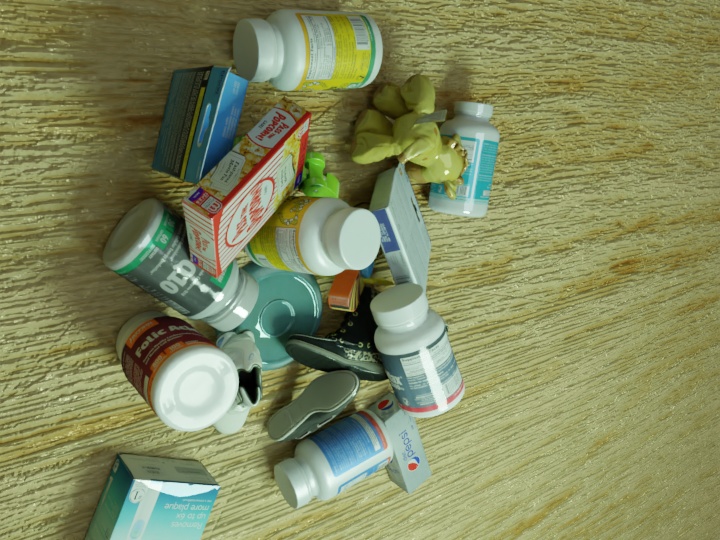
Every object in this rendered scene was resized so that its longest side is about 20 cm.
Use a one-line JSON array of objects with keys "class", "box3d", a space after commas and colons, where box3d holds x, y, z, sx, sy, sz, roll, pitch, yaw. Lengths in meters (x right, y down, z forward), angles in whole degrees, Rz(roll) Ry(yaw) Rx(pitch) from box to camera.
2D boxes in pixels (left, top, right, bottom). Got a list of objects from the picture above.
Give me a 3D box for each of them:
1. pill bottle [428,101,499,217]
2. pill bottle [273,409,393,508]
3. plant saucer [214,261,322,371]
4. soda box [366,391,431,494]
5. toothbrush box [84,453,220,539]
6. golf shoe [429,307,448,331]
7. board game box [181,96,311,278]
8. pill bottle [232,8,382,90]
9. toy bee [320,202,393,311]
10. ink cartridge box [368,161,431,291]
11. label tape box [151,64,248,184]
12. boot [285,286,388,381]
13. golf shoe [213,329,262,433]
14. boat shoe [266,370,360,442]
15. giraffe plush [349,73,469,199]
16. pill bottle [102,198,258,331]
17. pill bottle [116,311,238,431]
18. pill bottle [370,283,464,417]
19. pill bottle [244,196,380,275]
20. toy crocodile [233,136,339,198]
[{"class": "pill bottle", "box3d": [0.192, -0.203, 1.157, 0.111, 0.111, 0.200, 1, 103, -36]}, {"class": "pill bottle", "box3d": [-0.049, 0.340, 1.136, 0.200, 0.112, 0.112, -21, 114, -31]}, {"class": "plant saucer", "box3d": [-0.143, 0.076, 1.046, 0.200, 0.027, 0.200, -10, 108, -34]}, {"class": "soda box", "box3d": [0.078, 0.345, 1.260, 0.068, 0.063, 0.200, -33, 120, -26]}, {"class": "toothbrush box", "box3d": [-0.327, 0.396, 0.966, 0.146, 0.085, 0.200, 22, 91, -38]}, {"class": "golf shoe", "box3d": [0.074, 0.123, 1.174, 0.200, 0.097, 0.078, -27, 119, -26]}, {"class": "board game box", "box3d": [-0.143, -0.105, 0.813, 0.200, 0.046, 0.152, -54, 172, -27]}, {"class": "pill bottle", "box3d": [-0.077, -0.321, 0.924, 0.200, 0.113, 0.113, -13, 111, -33]}, {"class": "toy bee", "box3d": [0.000, 0.000, 1.079, 0.200, 0.131, 0.109, -51, 152, -26]}, {"class": "ink cartridge box", "box3d": [0.074, -0.069, 1.108, 0.200, 0.041, 0.200, -72, 145, -56]}, {"class": "label tape box", "box3d": [-0.200, -0.184, 0.817, 0.066, 0.200, 0.143, 11, 97, -36]}, {"class": "boot", "box3d": [-0.030, 0.098, 1.089, 0.203, 0.073, 0.154, 21, 61, -28]}, {"class": "golf shoe", "box3d": [-0.192, 0.192, 0.975, 0.078, 0.097, 0.200, -11, 126, -31]}, {"class": "boat shoe", "box3d": [-0.073, 0.231, 1.078, 0.200, 0.067, 0.057, -36, 150, 19]}, {"class": "giraffe plush", "box3d": [0.105, -0.206, 1.040, 0.162, 0.200, 0.173, 36, 83, -42]}, {"class": "pill bottle", "box3d": [-0.246, -0.002, 0.892, 0.200, 0.113, 0.113, 40, 79, -37]}, {"class": "pill bottle", "box3d": [-0.259, 0.128, 0.865, 0.114, 0.200, 0.114, -11, 109, -34]}, {"class": "pill bottle", "box3d": [0.089, 0.128, 1.039, 0.120, 0.120, 0.200, -31, 113, -25]}, {"class": "pill bottle", "box3d": [-0.073, -0.052, 0.929, 0.113, 0.200, 0.113, -9, 103, -47]}, {"class": "toy crocodile", "box3d": [-0.112, -0.154, 0.984, 0.200, 0.062, 0.068, 15, 55, -36]}]
